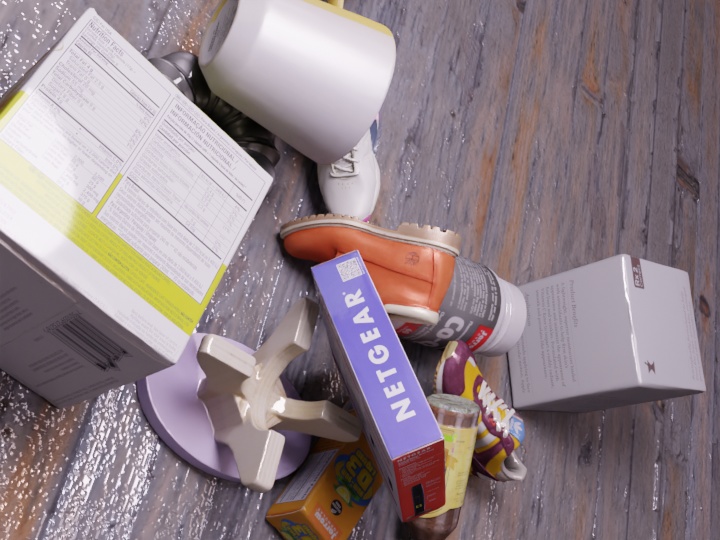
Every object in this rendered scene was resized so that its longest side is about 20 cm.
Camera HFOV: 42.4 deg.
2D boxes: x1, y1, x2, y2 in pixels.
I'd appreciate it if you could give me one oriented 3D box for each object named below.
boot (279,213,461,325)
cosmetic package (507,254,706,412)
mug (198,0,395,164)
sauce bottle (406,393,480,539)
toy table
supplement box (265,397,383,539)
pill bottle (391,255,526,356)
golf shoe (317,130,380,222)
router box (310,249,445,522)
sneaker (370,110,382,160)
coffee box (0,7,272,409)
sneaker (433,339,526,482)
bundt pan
[{"bbox_3d":[0.000,0.000,0.979,0.075,0.198,0.108,29,71,-70],"label":"boot"},{"bbox_3d":[0.318,0.092,1.229,0.164,0.199,0.167,11,69,-41],"label":"cosmetic package"},{"bbox_3d":[-0.074,-0.210,0.906,0.152,0.150,0.187,21,27,-29],"label":"mug"},{"bbox_3d":[0.083,0.238,1.003,0.064,0.064,0.202,4,97,-43],"label":"sauce bottle"},{"bbox_3d":[-0.098,0.121,0.874,0.199,0.117,0.186,22,61,-36],"label":"toy table"},{"bbox_3d":[-0.012,0.201,0.966,0.067,0.069,0.200,52,49,-15],"label":"supplement box"},{"bbox_3d":[0.099,0.036,1.095,0.199,0.113,0.115,19,63,-38],"label":"pill bottle"},{"bbox_3d":[-0.022,-0.148,1.024,0.091,0.074,0.202,28,58,-75],"label":"golf shoe"},{"bbox_3d":[0.019,0.113,0.871,0.048,0.180,0.201,-20,60,-7],"label":"router box"},{"bbox_3d":[-0.017,-0.188,1.107,0.081,0.070,0.202,9,71,-14],"label":"sneaker"},{"bbox_3d":[-0.228,-0.040,0.740,0.200,0.199,0.199,42,50,-25],"label":"coffee box"},{"bbox_3d":[0.145,0.162,1.069,0.075,0.089,0.201,-56,141,-41],"label":"sneaker"},{"bbox_3d":[-0.161,-0.129,0.926,0.201,0.075,0.204,16,66,-39],"label":"bundt pan"}]
